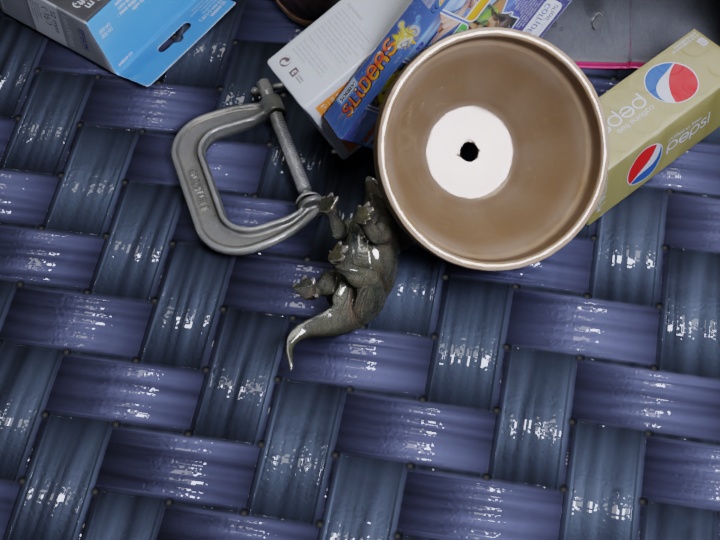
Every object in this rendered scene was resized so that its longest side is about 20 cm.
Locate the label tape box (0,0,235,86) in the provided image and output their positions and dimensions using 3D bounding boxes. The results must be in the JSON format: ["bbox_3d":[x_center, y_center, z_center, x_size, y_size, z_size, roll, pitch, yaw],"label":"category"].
[{"bbox_3d":[-0.246,-0.282,1.574,0.199,0.066,0.143,29,61,24],"label":"label tape box"}]

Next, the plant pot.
[{"bbox_3d":[0.103,-0.103,1.349,0.199,0.093,0.203,-1,94,-12],"label":"plant pot"}]

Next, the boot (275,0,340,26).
[{"bbox_3d":[-0.023,-0.295,1.505,0.072,0.167,0.200,-38,60,-22],"label":"boot"}]

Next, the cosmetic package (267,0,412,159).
[{"bbox_3d":[0.027,-0.204,1.416,0.200,0.101,0.071,-40,58,2],"label":"cosmetic package"}]

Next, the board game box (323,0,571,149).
[{"bbox_3d":[0.076,-0.184,1.377,0.200,0.135,0.035,-50,54,22],"label":"board game box"}]

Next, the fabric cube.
[{"bbox_3d":[0.261,-0.328,1.493,0.198,0.197,0.201,3,54,6],"label":"fabric cube"}]

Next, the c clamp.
[{"bbox_3d":[-0.087,-0.102,1.456,0.169,0.027,0.201,-12,54,-5],"label":"c clamp"}]

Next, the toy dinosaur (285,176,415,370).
[{"bbox_3d":[0.000,0.000,1.341,0.077,0.102,0.201,-1,63,39],"label":"toy dinosaur"}]

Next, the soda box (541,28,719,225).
[{"bbox_3d":[0.254,-0.131,1.433,0.199,0.064,0.068,-35,59,-21],"label":"soda box"}]
